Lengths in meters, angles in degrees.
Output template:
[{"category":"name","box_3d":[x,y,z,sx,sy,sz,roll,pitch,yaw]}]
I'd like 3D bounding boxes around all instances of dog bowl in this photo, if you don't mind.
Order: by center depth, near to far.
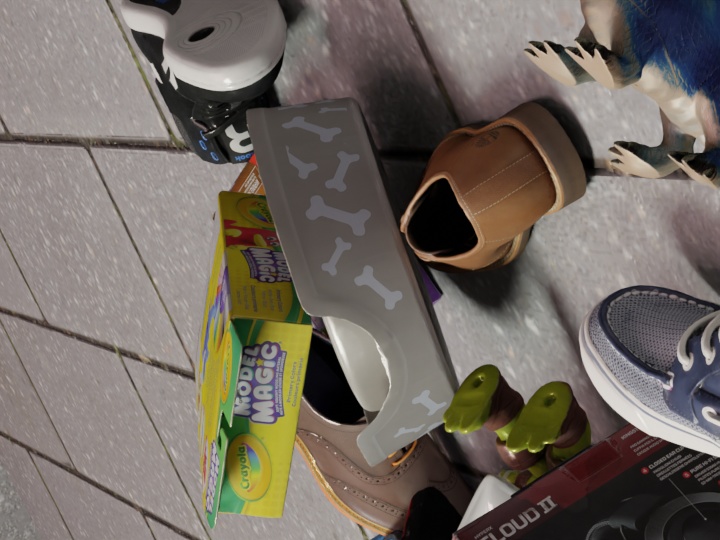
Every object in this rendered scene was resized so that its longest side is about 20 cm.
[{"category":"dog bowl","box_3d":[0.000,0.000,1.196,0.200,0.058,0.201,-20,-90,-88]}]

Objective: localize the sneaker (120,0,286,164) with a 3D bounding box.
[{"category":"sneaker","box_3d":[-0.073,-0.108,1.342,0.112,0.073,0.200,66,170,-25]}]

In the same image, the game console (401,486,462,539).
[{"category":"game console","box_3d":[0.121,0.212,1.282,0.200,0.119,0.172,52,-158,-16]}]

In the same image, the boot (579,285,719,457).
[{"category":"boot","box_3d":[0.163,0.033,0.916,0.200,0.073,0.091,30,147,41]}]

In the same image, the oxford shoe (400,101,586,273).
[{"category":"oxford shoe","box_3d":[0.046,-0.030,1.125,0.071,0.071,0.200,57,166,4]}]

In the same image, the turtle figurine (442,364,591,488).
[{"category":"turtle figurine","box_3d":[0.121,0.119,1.153,0.161,0.064,0.200,52,170,-33]}]

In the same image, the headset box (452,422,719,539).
[{"category":"headset box","box_3d":[0.145,0.154,1.010,0.200,0.149,0.077,48,157,32]}]

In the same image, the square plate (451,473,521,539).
[{"category":"square plate","box_3d":[0.118,0.209,1.157,0.200,0.028,0.198,34,146,8]}]

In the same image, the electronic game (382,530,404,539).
[{"category":"electronic game","box_3d":[0.004,0.255,1.362,0.200,0.041,0.201,-166,90,-82]}]

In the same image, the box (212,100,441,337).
[{"category":"box","box_3d":[-0.025,-0.010,1.393,0.137,0.039,0.200,57,161,5]}]

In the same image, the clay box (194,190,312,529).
[{"category":"clay box","box_3d":[-0.059,0.048,1.225,0.200,0.047,0.115,-105,22,-65]}]

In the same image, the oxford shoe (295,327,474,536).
[{"category":"oxford shoe","box_3d":[0.005,0.104,1.378,0.200,0.071,0.073,40,156,-19]}]

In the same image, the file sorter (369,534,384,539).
[{"category":"file sorter","box_3d":[0.032,0.297,1.568,0.139,0.122,0.200,45,157,41]}]

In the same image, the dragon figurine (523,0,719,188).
[{"category":"dragon figurine","box_3d":[0.129,-0.085,0.838,0.200,0.099,0.059,46,165,-20]}]
